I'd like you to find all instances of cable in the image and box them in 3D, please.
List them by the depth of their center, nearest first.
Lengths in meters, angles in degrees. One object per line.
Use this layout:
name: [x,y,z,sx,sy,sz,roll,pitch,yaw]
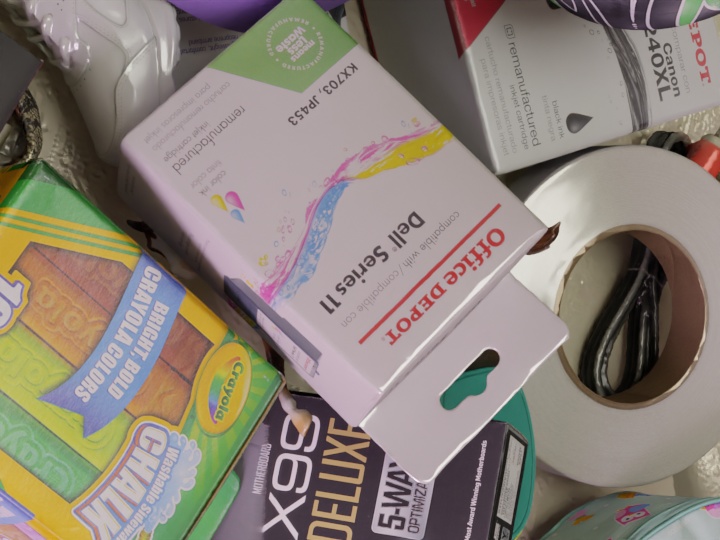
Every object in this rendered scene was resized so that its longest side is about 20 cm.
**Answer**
cable: [0.189,-0.009,1.050,0.097,0.050,0.200,48,61,-26]

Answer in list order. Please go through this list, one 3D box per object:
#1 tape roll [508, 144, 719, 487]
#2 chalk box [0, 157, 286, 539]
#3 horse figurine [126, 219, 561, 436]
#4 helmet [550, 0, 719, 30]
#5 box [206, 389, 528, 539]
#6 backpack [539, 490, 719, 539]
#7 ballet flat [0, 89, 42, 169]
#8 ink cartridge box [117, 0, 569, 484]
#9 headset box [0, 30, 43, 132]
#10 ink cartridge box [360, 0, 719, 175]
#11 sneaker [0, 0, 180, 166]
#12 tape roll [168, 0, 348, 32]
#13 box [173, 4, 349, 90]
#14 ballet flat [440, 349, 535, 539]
tape roll: [0.149,0.026,1.000,0.202,0.037,0.203,-2,94,-25]
chalk box: [-0.130,0.065,0.763,0.200,0.124,0.125,43,63,-25]
horse figurine: [0.000,0.000,0.847,0.200,0.050,0.133,-20,59,-30]
helmet: [0.148,-0.213,0.843,0.191,0.200,0.200,-32,105,-34]
box: [-0.014,0.163,0.823,0.050,0.157,0.200,40,59,-65]
backpack: [0.180,0.227,0.966,0.176,0.153,0.200,-29,97,-29]
ballet flat: [-0.206,-0.120,0.751,0.068,0.075,0.200,-42,111,-11]
ink cartridge box: [0.000,-0.014,0.772,0.200,0.067,0.117,44,69,5]
headset box: [-0.217,-0.030,0.661,0.077,0.200,0.149,37,65,-28]
ink cartridge box: [0.108,-0.141,0.980,0.200,0.083,0.146,-19,97,-35]
sneaker: [-0.151,-0.139,0.806,0.099,0.078,0.200,-15,86,-29]
tape roll: [-0.044,-0.220,0.810,0.200,0.085,0.200,19,62,-42]
box: [-0.063,-0.122,0.883,0.119,0.041,0.201,-12,96,-36]
ballet flat: [0.048,0.052,0.927,0.067,0.067,0.201,-6,82,-30]
